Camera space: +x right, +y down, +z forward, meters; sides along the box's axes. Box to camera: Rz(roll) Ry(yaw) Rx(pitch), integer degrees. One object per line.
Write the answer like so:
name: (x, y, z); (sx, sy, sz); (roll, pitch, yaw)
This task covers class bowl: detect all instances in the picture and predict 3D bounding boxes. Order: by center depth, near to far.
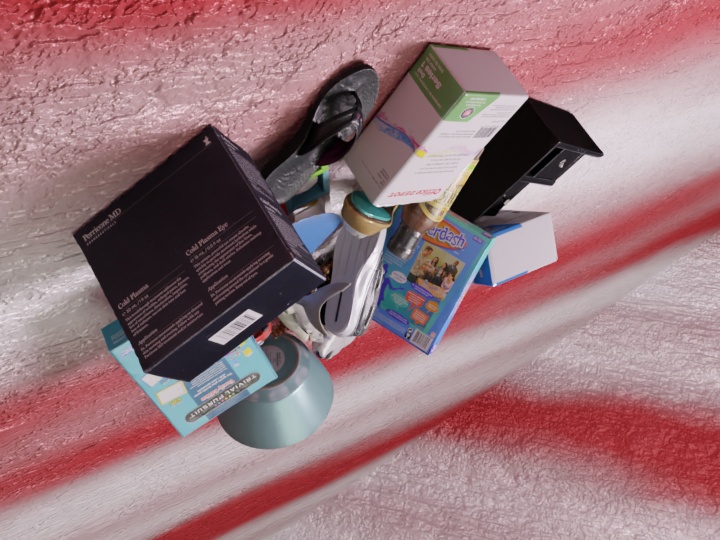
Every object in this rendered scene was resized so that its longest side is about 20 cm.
bowl: (-0.147, 0.177, 1.519); (0.199, 0.201, 0.106); (-27, 141, -17)

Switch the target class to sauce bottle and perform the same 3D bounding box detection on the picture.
sauce bottle: (0.103, -0.107, 1.334); (0.064, 0.065, 0.201); (-4, 129, -54)

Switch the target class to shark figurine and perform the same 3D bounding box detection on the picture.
shark figurine: (-0.082, 0.030, 1.290); (0.090, 0.127, 0.215); (-55, 179, -15)

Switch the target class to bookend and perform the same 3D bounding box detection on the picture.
bookend: (0.251, -0.159, 1.469); (0.200, 0.093, 0.198); (-43, 159, 26)

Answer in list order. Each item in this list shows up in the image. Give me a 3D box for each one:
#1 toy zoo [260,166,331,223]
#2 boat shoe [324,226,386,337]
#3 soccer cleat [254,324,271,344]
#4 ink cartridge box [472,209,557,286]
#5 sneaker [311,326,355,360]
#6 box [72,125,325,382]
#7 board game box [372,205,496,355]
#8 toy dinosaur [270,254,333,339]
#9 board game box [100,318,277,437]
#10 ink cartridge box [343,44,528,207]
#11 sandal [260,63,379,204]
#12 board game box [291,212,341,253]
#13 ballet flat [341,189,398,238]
toy zoo: (-0.098, -0.081, 1.206); (0.130, 0.021, 0.200); (-30, 160, -12)
boat shoe: (0.000, 0.000, 1.374); (0.071, 0.072, 0.202); (15, 94, -56)
soccer cleat: (-0.224, 0.127, 1.425); (0.199, 0.069, 0.085); (-29, 159, -26)
ink cartridge box: (0.195, -0.042, 1.517); (0.145, 0.085, 0.199); (-21, -163, -31)
sneaker: (-0.051, 0.107, 1.580); (0.088, 0.074, 0.200); (-60, 169, -3)
box: (-0.172, -0.014, 1.006); (0.199, 0.183, 0.104); (-36, 161, 7)
board game box: (0.090, 0.001, 1.404); (0.202, 0.151, 0.045); (-61, 167, 14)
toy dinosaur: (-0.064, 0.041, 1.451); (0.202, 0.101, 0.136); (-65, 168, 17)
board game box: (-0.213, 0.106, 1.189); (0.150, 0.047, 0.201); (-32, 136, -6)
ink cartridge box: (0.093, -0.180, 1.184); (0.144, 0.084, 0.200); (-10, 149, -48)
sandal: (-0.040, -0.147, 1.077); (0.201, 0.048, 0.075); (-49, 145, 19)
board game box: (-0.117, -0.031, 1.213); (0.157, 0.039, 0.200); (-20, 163, -45)
ballet flat: (0.010, -0.073, 1.245); (0.063, 0.068, 0.200); (-52, 176, 19)
